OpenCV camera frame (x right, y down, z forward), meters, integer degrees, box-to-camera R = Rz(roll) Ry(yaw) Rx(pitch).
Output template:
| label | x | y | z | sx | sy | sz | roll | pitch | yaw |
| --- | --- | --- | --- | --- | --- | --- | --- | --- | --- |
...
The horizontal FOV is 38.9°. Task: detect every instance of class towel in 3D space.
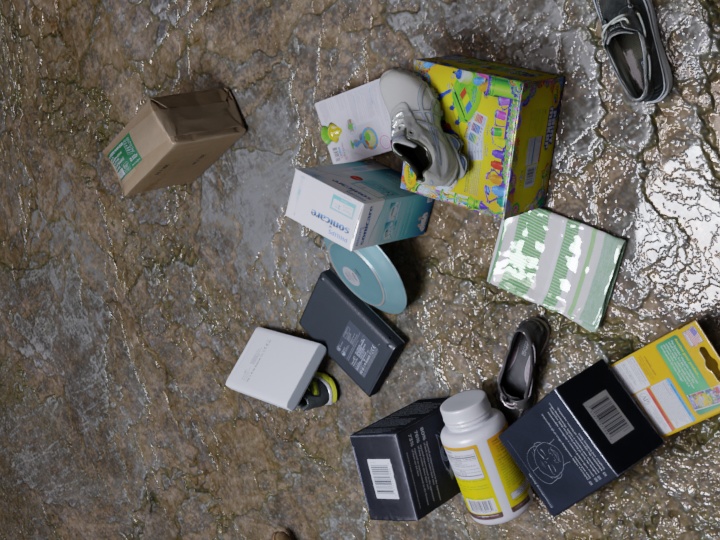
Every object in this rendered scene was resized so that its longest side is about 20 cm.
| label | x | y | z | sx | sy | sz | roll | pitch | yaw |
| --- | --- | --- | --- | --- | --- | --- | --- | --- | --- |
| towel | 0.291 | -0.010 | 1.545 | 0.200 | 0.023 | 0.153 | 26 | 117 | 33 |

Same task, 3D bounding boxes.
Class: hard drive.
| label | x | y | z | sx | sy | sz | roll | pitch | yaw |
| --- | --- | --- | --- | --- | --- | --- | --- | --- | --- |
| hard drive | -0.020 | 0.112 | 1.831 | 0.200 | 0.033 | 0.140 | 44 | 133 | 22 |
| hard drive | -0.161 | 0.181 | 1.908 | 0.200 | 0.026 | 0.132 | 10 | 67 | 49 |

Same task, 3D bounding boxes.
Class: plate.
| label | x | y | z | sx | sy | sz | roll | pitch | yaw |
| --- | --- | --- | --- | --- | --- | --- | --- | --- | --- |
| plate | 0.000 | 0.000 | 1.730 | 0.200 | 0.026 | 0.200 | 39 | 155 | 22 |

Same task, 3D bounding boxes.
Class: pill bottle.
| label | x | y | z | sx | sy | sz | roll | pitch | yaw |
| --- | --- | --- | --- | --- | --- | --- | --- | --- | --- |
| pill bottle | 0.197 | 0.297 | 1.636 | 0.109 | 0.109 | 0.200 | -10 | 106 | 42 |

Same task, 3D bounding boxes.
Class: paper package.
| label | x | y | z | sx | sy | sz | roll | pitch | yaw |
| --- | --- | --- | --- | --- | --- | --- | --- | --- | --- |
| paper package | -0.349 | -0.243 | 1.910 | 0.200 | 0.191 | 0.104 | -34 | 80 | 42 |

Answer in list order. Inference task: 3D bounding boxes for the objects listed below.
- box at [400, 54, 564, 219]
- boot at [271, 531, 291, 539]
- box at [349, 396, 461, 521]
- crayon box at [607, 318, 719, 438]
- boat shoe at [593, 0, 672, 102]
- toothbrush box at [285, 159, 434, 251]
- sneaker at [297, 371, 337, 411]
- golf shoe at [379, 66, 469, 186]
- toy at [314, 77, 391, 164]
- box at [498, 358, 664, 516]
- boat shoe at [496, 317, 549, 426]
| label | x | y | z | sx | sy | sz | roll | pitch | yaw |
| --- | --- | --- | --- | --- | --- | --- | --- | --- | --- |
| box | 0.177 | -0.204 | 1.519 | 0.192 | 0.122 | 0.200 | 21 | 116 | 35 |
| boot | -0.102 | 0.597 | 2.038 | 0.075 | 0.074 | 0.200 | -40 | 80 | 21 |
| box | 0.097 | 0.307 | 1.684 | 0.104 | 0.200 | 0.148 | -10 | 95 | 42 |
| crayon box | 0.442 | 0.154 | 1.427 | 0.126 | 0.052 | 0.200 | 60 | 141 | 10 |
| boat shoe | 0.358 | -0.320 | 1.365 | 0.072 | 0.071 | 0.200 | -28 | 83 | 42 |
| toothbrush box | 0.002 | -0.109 | 1.642 | 0.146 | 0.200 | 0.085 | 30 | 117 | 32 |
| sneaker | -0.139 | 0.210 | 1.933 | 0.200 | 0.085 | 0.075 | 14 | 110 | 37 |
| golf shoe | 0.074 | -0.208 | 1.463 | 0.078 | 0.097 | 0.200 | -46 | 70 | 42 |
| toy | 0.015 | -0.249 | 1.695 | 0.200 | 0.047 | 0.115 | -11 | 99 | 45 |
| box | 0.319 | 0.249 | 1.502 | 0.149 | 0.107 | 0.200 | 56 | 148 | 15 |
| boat shoe | 0.245 | 0.167 | 1.612 | 0.067 | 0.057 | 0.200 | 26 | 118 | 32 |
